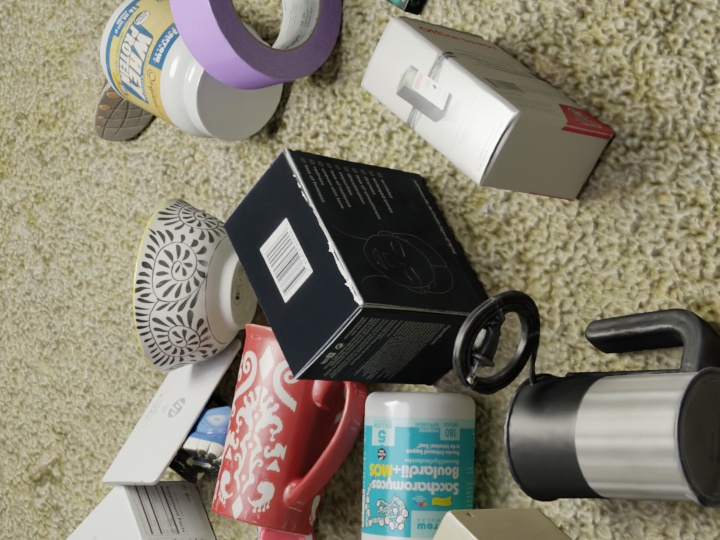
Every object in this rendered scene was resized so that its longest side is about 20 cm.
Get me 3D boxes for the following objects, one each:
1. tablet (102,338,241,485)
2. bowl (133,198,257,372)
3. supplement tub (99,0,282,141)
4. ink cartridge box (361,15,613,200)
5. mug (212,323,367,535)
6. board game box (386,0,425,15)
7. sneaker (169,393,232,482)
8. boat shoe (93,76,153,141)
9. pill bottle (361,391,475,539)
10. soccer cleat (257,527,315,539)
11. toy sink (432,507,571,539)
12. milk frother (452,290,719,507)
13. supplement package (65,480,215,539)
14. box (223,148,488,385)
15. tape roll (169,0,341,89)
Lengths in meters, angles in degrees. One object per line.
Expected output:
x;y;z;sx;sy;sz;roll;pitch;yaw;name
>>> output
-0.219;0.163;1.823;0.130;0.014;0.200;-10;44;53;tablet
-0.173;0.020;1.786;0.094;0.201;0.202;4;88;17;bowl
-0.197;-0.240;1.842;0.200;0.144;0.145;30;106;44;supplement tub
0.118;-0.156;1.506;0.200;0.145;0.085;46;118;39;ink cartridge box
-0.079;0.167;1.636;0.178;0.133;0.201;158;127;-81;mug
0.054;-0.392;1.685;0.135;0.028;0.201;40;113;40;board game box
-0.187;0.192;1.839;0.200;0.079;0.089;-10;43;57;sneaker
-0.283;-0.253;1.998;0.200;0.074;0.073;-57;24;30;boat shoe
0.057;0.220;1.549;0.111;0.111;0.201;-4;82;45;pill bottle
-0.094;0.263;1.744;0.076;0.066;0.201;133;126;-74;soccer cleat
0.111;0.330;1.467;0.112;0.130;0.201;40;114;41;toy sink
0.203;0.109;1.349;0.188;0.200;0.181;-7;76;45;milk frother
-0.267;0.367;1.864;0.200;0.111;0.156;-47;54;32;supplement package
0.000;0.000;1.572;0.124;0.196;0.200;-48;54;32;box
-0.113;-0.302;1.723;0.066;0.200;0.201;-6;80;46;tape roll
